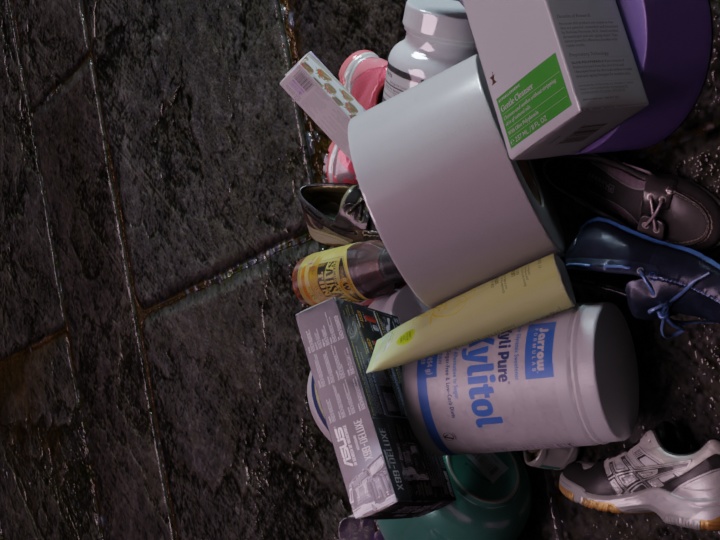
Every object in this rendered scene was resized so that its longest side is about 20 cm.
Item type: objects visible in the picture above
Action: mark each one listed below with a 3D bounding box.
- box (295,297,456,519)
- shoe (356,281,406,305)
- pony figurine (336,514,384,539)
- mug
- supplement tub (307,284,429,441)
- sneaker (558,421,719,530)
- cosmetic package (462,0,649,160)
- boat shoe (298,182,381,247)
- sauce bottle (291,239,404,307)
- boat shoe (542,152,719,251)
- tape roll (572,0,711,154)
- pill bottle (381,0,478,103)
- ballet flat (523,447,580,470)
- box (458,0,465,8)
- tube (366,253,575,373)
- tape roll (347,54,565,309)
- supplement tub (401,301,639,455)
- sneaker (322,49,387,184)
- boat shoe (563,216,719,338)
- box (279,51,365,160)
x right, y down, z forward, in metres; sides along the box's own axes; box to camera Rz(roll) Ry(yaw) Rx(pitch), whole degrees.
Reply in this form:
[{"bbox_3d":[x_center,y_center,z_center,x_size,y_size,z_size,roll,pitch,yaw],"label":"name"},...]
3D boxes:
[{"bbox_3d":[0.017,0.136,1.250,0.049,0.157,0.203,-23,73,19],"label":"box"},{"bbox_3d":[0.007,0.001,1.526,0.199,0.090,0.073,-1,96,57],"label":"shoe"},{"bbox_3d":[0.057,0.344,1.487,0.198,0.165,0.196,25,125,35],"label":"pony figurine"},{"bbox_3d":[0.090,0.230,1.360,0.115,0.182,0.154,124,150,-44],"label":"mug"},{"bbox_3d":[0.040,0.110,1.448,0.200,0.143,0.147,-45,59,50],"label":"supplement tub"},{"bbox_3d":[0.268,0.182,1.193,0.198,0.075,0.089,-1,85,49],"label":"sneaker"},{"bbox_3d":[0.159,-0.210,1.112,0.107,0.084,0.203,-36,67,56],"label":"cosmetic package"},{"bbox_3d":[-0.001,-0.063,1.453,0.199,0.072,0.066,9,145,48],"label":"boat shoe"},{"bbox_3d":[0.000,0.000,1.403,0.199,0.065,0.067,-16,83,55],"label":"sauce bottle"},{"bbox_3d":[0.244,-0.064,1.182,0.199,0.056,0.068,35,124,49],"label":"boat shoe"},{"bbox_3d":[0.215,-0.209,1.176,0.199,0.084,0.204,14,107,54],"label":"tape roll"},{"bbox_3d":[0.079,-0.176,1.363,0.116,0.115,0.203,36,124,48],"label":"pill bottle"},{"bbox_3d":[0.166,0.108,1.328,0.069,0.069,0.203,-40,62,52],"label":"ballet flat"},{"bbox_3d":[0.142,-0.366,1.229,0.133,0.113,0.202,54,137,35],"label":"box"},{"bbox_3d":[0.097,0.044,1.185,0.198,0.058,0.053,-23,63,17],"label":"tube"},{"bbox_3d":[0.092,-0.082,1.227,0.137,0.202,0.206,-23,72,15],"label":"tape roll"},{"bbox_3d":[0.150,0.104,1.228,0.197,0.131,0.134,-10,88,30],"label":"supplement tub"},{"bbox_3d":[0.010,-0.150,1.511,0.086,0.073,0.204,24,115,51],"label":"sneaker"},{"bbox_3d":[0.261,0.019,1.142,0.199,0.069,0.084,24,159,53],"label":"boat shoe"},{"bbox_3d":[-0.007,-0.156,1.460,0.200,0.039,0.041,46,126,-9],"label":"box"}]
